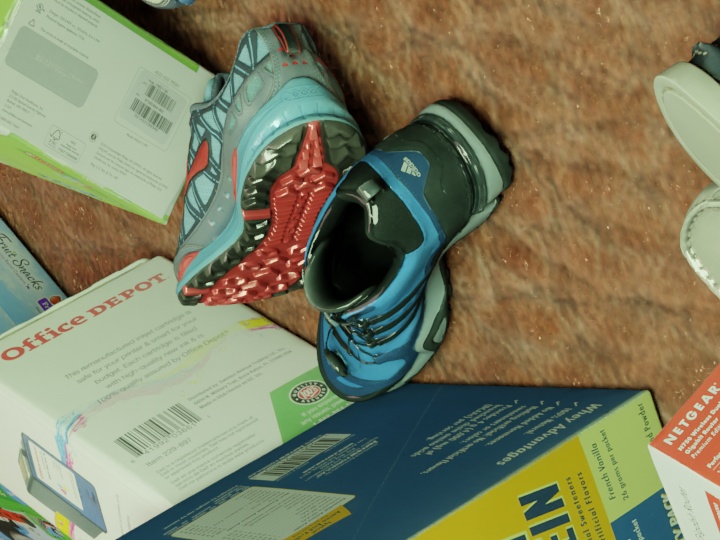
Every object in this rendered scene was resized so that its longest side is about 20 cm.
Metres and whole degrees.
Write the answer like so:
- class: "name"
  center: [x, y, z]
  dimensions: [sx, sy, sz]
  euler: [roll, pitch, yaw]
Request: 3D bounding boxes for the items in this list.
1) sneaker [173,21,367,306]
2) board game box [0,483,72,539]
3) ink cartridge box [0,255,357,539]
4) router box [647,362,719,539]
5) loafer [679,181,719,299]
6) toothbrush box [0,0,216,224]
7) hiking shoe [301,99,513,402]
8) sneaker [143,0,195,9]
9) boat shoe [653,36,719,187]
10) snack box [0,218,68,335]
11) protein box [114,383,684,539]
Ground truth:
- class: "sneaker"
  center: [-0.050, -0.053, 1.110]
  dimensions: [0.200, 0.079, 0.096]
  euler: [124, 135, -55]
- class: "board game box"
  center: [-0.176, 0.166, 1.364]
  dimensions: [0.151, 0.037, 0.200]
  euler: [7, 149, 47]
- class: "ink cartridge box"
  center: [-0.100, 0.087, 1.192]
  dimensions: [0.200, 0.145, 0.088]
  euler: [30, 137, 38]
- class: "router box"
  center: [0.210, 0.142, 0.826]
  dimensions: [0.179, 0.049, 0.200]
  euler: [31, 160, 38]
- class: "loafer"
  center: [0.192, 0.032, 0.820]
  dimensions: [0.200, 0.070, 0.070]
  euler: [38, 140, 32]
- class: "toothbrush box"
  center: [-0.190, -0.109, 1.165]
  dimensions: [0.200, 0.086, 0.145]
  euler: [18, 170, 48]
- class: "hiking shoe"
  center: [0.000, 0.000, 1.046]
  dimensions: [0.074, 0.087, 0.200]
  euler: [47, 144, 22]
- class: "sneaker"
  center: [-0.157, -0.184, 1.056]
  dimensions: [0.200, 0.085, 0.077]
  euler: [43, 142, 23]
- class: "boat shoe"
  center: [0.189, -0.024, 0.782]
  dimensions: [0.200, 0.062, 0.075]
  euler: [45, 171, 39]
- class: "snack box"
  center: [-0.248, 0.066, 1.453]
  dimensions: [0.169, 0.068, 0.200]
  euler: [48, 144, 19]
- class: "protein box"
  center: [0.022, 0.154, 1.023]
  dimensions: [0.200, 0.198, 0.135]
  euler: [-2, 111, 54]
